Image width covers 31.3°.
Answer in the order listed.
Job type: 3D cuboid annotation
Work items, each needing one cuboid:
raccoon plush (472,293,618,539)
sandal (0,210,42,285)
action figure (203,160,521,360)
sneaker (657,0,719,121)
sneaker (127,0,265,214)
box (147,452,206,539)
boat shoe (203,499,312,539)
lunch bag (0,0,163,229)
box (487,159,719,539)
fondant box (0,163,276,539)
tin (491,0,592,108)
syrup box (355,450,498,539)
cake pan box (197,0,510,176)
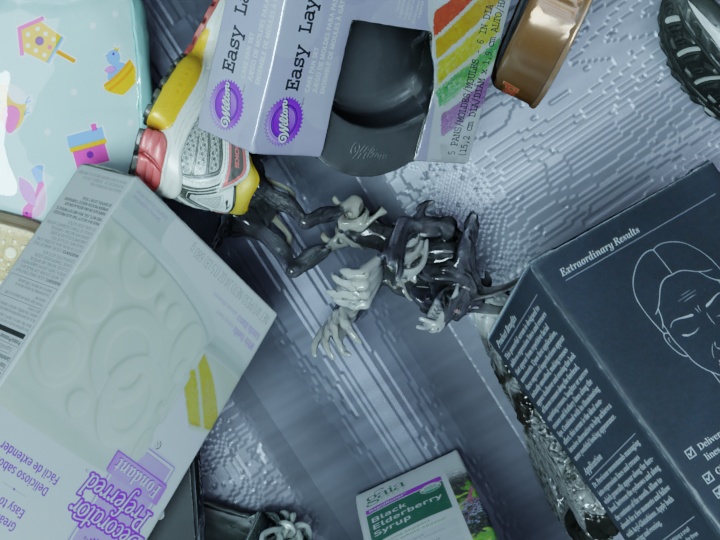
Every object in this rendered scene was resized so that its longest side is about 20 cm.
[{"bbox_3d":[0.174,0.087,0.835,0.132,0.097,0.203,-24,98,-7],"label":"raccoon plush"},{"bbox_3d":[-0.262,-0.006,0.697,0.208,0.070,0.079,8,109,-8],"label":"sandal"},{"bbox_3d":[0.000,0.000,0.792,0.197,0.120,0.103,23,57,7],"label":"action figure"},{"bbox_3d":[0.273,-0.122,0.825,0.199,0.074,0.080,35,85,-13],"label":"sneaker"},{"bbox_3d":[-0.067,-0.109,0.765,0.081,0.078,0.202,25,55,-4],"label":"sneaker"},{"bbox_3d":[-0.198,0.122,0.802,0.196,0.050,0.160,-7,70,0],"label":"box"},{"bbox_3d":[-0.064,0.189,0.841,0.197,0.074,0.069,20,111,4],"label":"boat shoe"},{"bbox_3d":[-0.217,-0.086,0.775,0.196,0.122,0.173,-2,97,4],"label":"lunch bag"},{"bbox_3d":[0.196,0.065,0.763,0.147,0.107,0.201,-26,71,-21],"label":"box"},{"bbox_3d":[-0.149,0.066,0.713,0.144,0.058,0.202,47,68,-44],"label":"fondant box"},{"bbox_3d":[0.133,-0.198,0.782,0.041,0.112,0.202,24,95,-5],"label":"tin"},{"bbox_3d":[0.052,0.189,0.782,0.078,0.200,0.082,-23,103,0],"label":"syrup box"},{"bbox_3d":[0.011,-0.154,0.700,0.183,0.052,0.203,0,111,-46],"label":"cake pan box"}]
